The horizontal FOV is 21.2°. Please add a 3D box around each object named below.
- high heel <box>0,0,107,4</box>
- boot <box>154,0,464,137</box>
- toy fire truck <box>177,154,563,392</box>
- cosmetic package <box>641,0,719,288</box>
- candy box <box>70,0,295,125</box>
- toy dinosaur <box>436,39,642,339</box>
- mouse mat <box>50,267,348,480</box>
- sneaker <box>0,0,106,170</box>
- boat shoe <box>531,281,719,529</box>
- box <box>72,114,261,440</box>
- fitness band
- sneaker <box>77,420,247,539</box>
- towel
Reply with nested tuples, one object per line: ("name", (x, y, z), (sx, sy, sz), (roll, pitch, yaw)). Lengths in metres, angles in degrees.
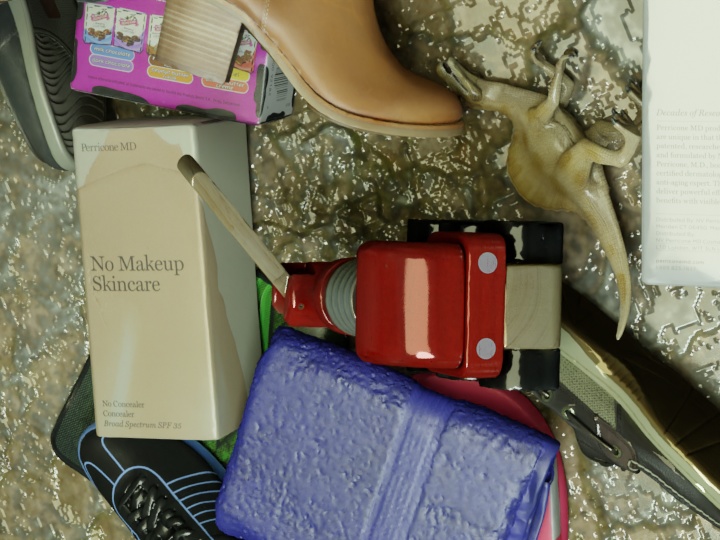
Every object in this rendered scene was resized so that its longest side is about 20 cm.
("high heel", (-0.262, -0.177, 1.157), (0.199, 0.142, 0.072), (-7, 85, 18))
("boot", (-0.012, -0.170, 1.141), (0.199, 0.077, 0.156), (18, 98, -4))
("toy fire truck", (0.000, 0.000, 1.111), (0.199, 0.176, 0.130), (1, 92, -21))
("cosmetic package", (0.203, -0.097, 1.092), (0.071, 0.101, 0.201), (3, 100, 21))
("candy box", (-0.102, -0.203, 1.208), (0.136, 0.061, 0.201), (12, 105, 17))
("toy dinosaur", (0.133, -0.067, 1.159), (0.200, 0.058, 0.101), (53, 128, 13))
("mouse mat", (-0.112, 0.083, 1.296), (0.160, 0.008, 0.201), (32, 108, 12))
("sneaker", (-0.242, -0.148, 1.272), (0.106, 0.075, 0.201), (-23, 82, 26))
("boat shoe", (0.158, 0.086, 1.163), (0.200, 0.073, 0.065), (46, 122, 20))
("box", (-0.122, 0.002, 1.239), (0.094, 0.078, 0.201), (-2, 98, 22))
("fitness band", (0.061, 0.162, 1.231), (0.143, 0.037, 0.201), (3, 100, 23))
("sneaker", (-0.114, 0.168, 1.266), (0.200, 0.078, 0.070), (35, 110, 11))
("towel", (0.017, 0.133, 1.198), (0.199, 0.050, 0.148), (22, 105, 14))
